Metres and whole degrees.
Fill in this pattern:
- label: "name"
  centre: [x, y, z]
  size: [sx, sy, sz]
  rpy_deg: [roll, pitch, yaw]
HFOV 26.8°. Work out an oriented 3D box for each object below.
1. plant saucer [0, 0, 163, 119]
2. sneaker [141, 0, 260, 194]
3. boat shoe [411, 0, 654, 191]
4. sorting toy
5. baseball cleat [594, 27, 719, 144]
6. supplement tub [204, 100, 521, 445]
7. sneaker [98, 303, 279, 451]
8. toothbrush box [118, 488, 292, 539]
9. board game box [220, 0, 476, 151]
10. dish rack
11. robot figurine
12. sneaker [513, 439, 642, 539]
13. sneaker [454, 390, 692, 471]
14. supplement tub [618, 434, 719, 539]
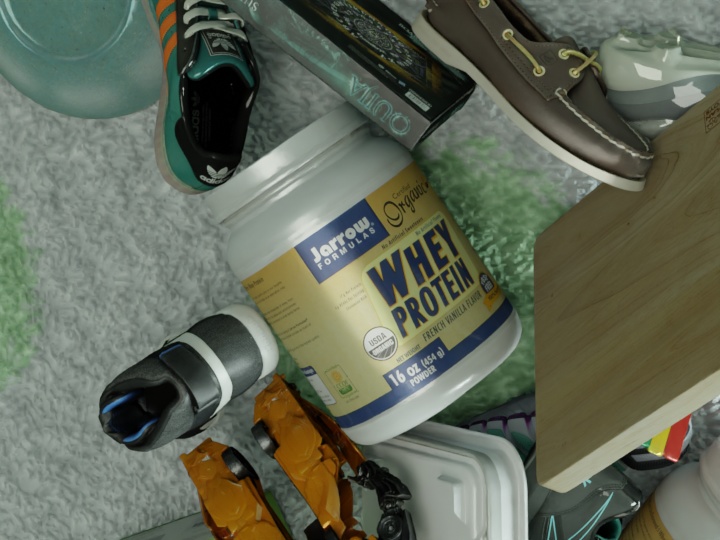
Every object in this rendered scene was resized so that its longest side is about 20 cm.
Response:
- label: "plant saucer"
  centre: [-0.205, -0.205, 1.079]
  size: [0.201, 0.039, 0.201]
  rpy_deg: [4, 105, 15]
- label: "sneaker"
  centre: [-0.101, -0.154, 1.016]
  size: [0.080, 0.071, 0.200]
  rpy_deg: [-11, 82, 61]
- label: "boat shoe"
  centre: [0.116, -0.127, 0.965]
  size: [0.200, 0.072, 0.060]
  rpy_deg: [45, 115, 30]
- label: "sorting toy"
  centre: [0.195, 0.018, 0.921]
  size: [0.070, 0.199, 0.200]
  rpy_deg: [25, 136, -23]
- label: "baseball cleat"
  centre: [0.246, -0.095, 0.974]
  size: [0.200, 0.070, 0.107]
  rpy_deg: [17, 123, 16]
- label: "supplement tub"
  centre: [0.000, 0.000, 1.020]
  size: [0.144, 0.144, 0.200]
  rpy_deg: [-33, 94, 21]
- label: "sneaker"
  centre: [-0.144, 0.089, 1.061]
  size: [0.073, 0.112, 0.200]
  rpy_deg: [56, 146, 5]
- label: "toothbrush box"
  centre: [-0.103, 0.290, 1.161]
  size: [0.145, 0.086, 0.200]
  rpy_deg: [-22, 97, 20]
- label: "board game box"
  centre: [-0.020, -0.163, 0.986]
  size: [0.200, 0.135, 0.028]
  rpy_deg: [39, 115, 3]
- label: "dish rack"
  centre: [0.046, 0.191, 1.031]
  size: [0.043, 0.200, 0.172]
  rpy_deg: [0, 91, -26]
- label: "robot figurine"
  centre: [-0.040, 0.170, 1.042]
  size: [0.145, 0.058, 0.200]
  rpy_deg: [-40, 50, 2]
- label: "sneaker"
  centre: [0.129, 0.183, 1.028]
  size: [0.079, 0.075, 0.200]
  rpy_deg: [26, 143, 8]
- label: "sneaker"
  centre: [0.149, 0.101, 1.058]
  size: [0.200, 0.088, 0.074]
  rpy_deg: [-13, 129, 40]
- label: "supplement tub"
  centre: [0.232, 0.222, 1.014]
  size: [0.145, 0.145, 0.200]
  rpy_deg: [34, 112, 5]
